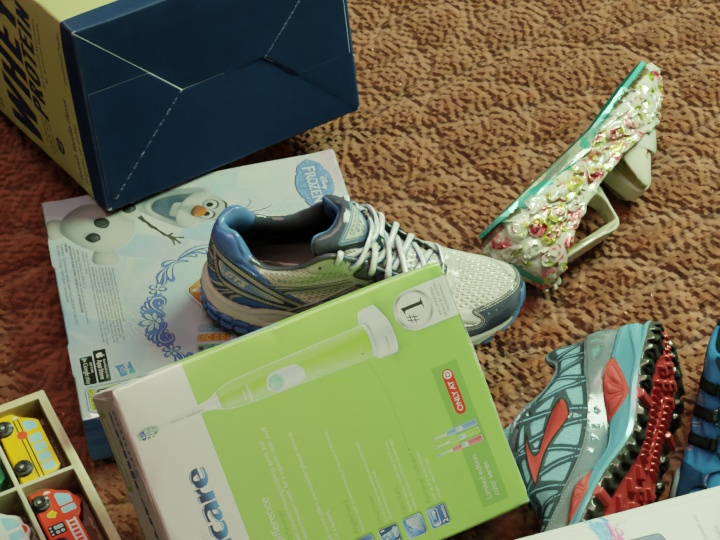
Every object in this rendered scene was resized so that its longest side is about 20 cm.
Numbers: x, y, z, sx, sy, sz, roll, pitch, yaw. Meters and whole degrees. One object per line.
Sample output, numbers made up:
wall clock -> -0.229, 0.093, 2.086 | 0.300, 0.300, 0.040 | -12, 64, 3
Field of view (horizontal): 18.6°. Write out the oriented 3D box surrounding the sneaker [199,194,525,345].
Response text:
sneaker -> 0.000, 0.000, 1.318 | 0.199, 0.085, 0.077 | 3, 45, 4

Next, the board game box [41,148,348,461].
board game box -> -0.091, 0.017, 1.396 | 0.198, 0.043, 0.200 | -11, 45, -7

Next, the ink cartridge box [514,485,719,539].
ink cartridge box -> 0.132, 0.200, 1.124 | 0.199, 0.146, 0.088 | -12, 46, -8

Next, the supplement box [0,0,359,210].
supplement box -> -0.140, -0.170, 1.492 | 0.200, 0.135, 0.200 | -23, 37, -23

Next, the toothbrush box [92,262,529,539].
toothbrush box -> -0.029, 0.099, 1.229 | 0.200, 0.086, 0.146 | -22, 91, -16

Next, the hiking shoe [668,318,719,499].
hiking shoe -> 0.217, 0.091, 1.266 | 0.074, 0.087, 0.200 | 3, 46, 8

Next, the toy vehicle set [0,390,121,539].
toy vehicle set -> -0.206, 0.164, 1.272 | 0.124, 0.027, 0.200 | -21, 47, -16

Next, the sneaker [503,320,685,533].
sneaker -> 0.125, 0.119, 1.273 | 0.095, 0.079, 0.200 | -6, 41, 31

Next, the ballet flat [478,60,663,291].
ballet flat -> 0.151, -0.057, 1.446 | 0.064, 0.076, 0.200 | 43, 61, 1
